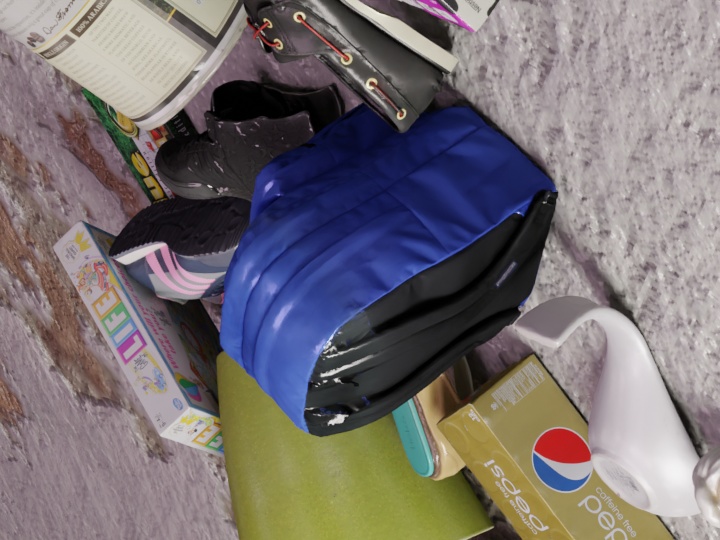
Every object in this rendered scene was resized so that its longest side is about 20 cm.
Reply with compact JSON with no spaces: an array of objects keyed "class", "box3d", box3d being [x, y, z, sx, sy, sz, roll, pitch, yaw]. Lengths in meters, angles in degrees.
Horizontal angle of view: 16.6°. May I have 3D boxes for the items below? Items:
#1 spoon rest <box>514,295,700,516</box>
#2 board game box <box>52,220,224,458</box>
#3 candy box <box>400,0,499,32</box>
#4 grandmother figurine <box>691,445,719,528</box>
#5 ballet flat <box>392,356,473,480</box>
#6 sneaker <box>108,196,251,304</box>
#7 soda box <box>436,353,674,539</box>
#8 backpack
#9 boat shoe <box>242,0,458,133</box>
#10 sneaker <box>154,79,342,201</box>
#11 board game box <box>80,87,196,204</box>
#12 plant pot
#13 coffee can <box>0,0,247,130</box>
[{"class":"spoon rest","box3d":[0.168,0.086,1.579,0.099,0.061,0.200,24,154,47]},{"class":"board game box","box3d":[-0.149,0.059,1.935,0.134,0.034,0.200,28,-155,-54]},{"class":"candy box","box3d":[-0.012,-0.215,1.396,0.136,0.061,0.200,39,176,-35]},{"class":"grandmother figurine","box3d":[0.268,0.138,1.466,0.200,0.060,0.122,6,100,60]},{"class":"ballet flat","box3d":[0.034,0.048,1.733,0.069,0.063,0.200,13,127,65]},{"class":"sneaker","box3d":[-0.111,-0.012,1.863,0.082,0.070,0.200,45,159,-22]},{"class":"soda box","box3d":[0.143,0.159,1.683,0.200,0.064,0.068,53,154,2]},{"class":"backpack","box3d":[0.000,0.000,1.571,0.168,0.200,0.163,40,152,25]},{"class":"boat shoe","box3d":[-0.035,-0.154,1.499,0.201,0.063,0.074,33,-178,-22]},{"class":"sneaker","box3d":[-0.084,-0.096,1.757,0.200,0.060,0.104,18,138,42]},{"class":"board game box","box3d":[-0.139,-0.069,1.920,0.200,0.023,0.105,58,155,-9]},{"class":"plant pot","box3d":[-0.026,0.137,1.837,0.200,0.187,0.187,66,155,7]},{"class":"coffee can","box3d":[-0.180,-0.205,1.600,0.200,0.147,0.146,35,160,-21]}]
